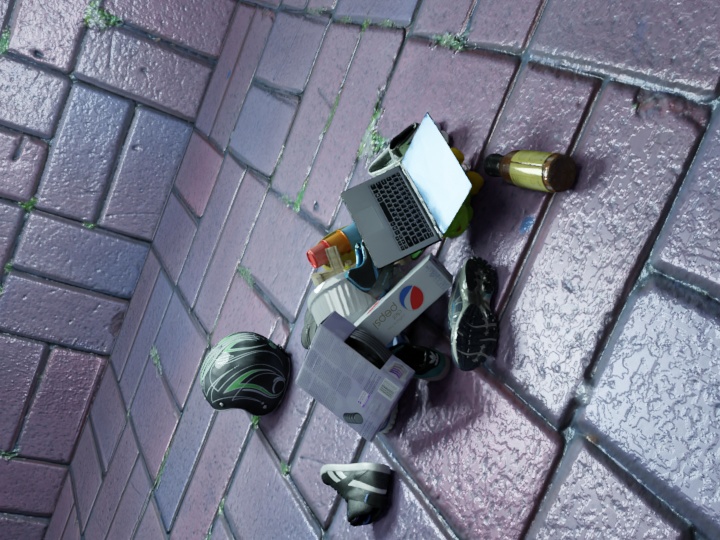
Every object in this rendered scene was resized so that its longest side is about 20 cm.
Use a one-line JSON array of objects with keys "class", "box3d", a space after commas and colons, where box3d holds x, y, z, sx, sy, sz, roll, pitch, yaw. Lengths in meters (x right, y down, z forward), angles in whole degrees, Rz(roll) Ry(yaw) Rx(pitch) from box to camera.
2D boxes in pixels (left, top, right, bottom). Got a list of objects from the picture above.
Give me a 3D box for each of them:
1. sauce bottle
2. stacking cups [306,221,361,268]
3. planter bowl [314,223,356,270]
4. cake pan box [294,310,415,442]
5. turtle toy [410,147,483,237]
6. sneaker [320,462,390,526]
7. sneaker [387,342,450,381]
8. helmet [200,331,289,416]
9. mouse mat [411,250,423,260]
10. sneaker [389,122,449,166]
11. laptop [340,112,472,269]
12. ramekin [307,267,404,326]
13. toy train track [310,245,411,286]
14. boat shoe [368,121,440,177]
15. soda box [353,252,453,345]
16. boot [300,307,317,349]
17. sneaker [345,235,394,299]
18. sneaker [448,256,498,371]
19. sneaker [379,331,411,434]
[{"class": "sauce bottle", "box3d": [0.277, -0.171, 1.483, 0.200, 0.065, 0.067, 27, 98, 62]}, {"class": "stacking cups", "box3d": [-0.019, -0.069, 1.772, 0.061, 0.199, 0.061, 52, 159, 29]}, {"class": "planter bowl", "box3d": [0.007, -0.023, 1.826, 0.200, 0.199, 0.084, 43, 154, 59]}, {"class": "cake pan box", "box3d": [-0.014, 0.189, 1.577, 0.052, 0.183, 0.201, -47, -14, -43]}, {"class": "turtle toy", "box3d": [0.150, -0.136, 1.649, 0.146, 0.100, 0.201, -57, 43, 27]}, {"class": "sneaker", "box3d": [-0.022, 0.426, 1.678, 0.199, 0.072, 0.113, -24, 53, 53]}, {"class": "sneaker", "box3d": [0.058, 0.163, 1.595, 0.198, 0.080, 0.072, -9, 63, 30]}, {"class": "helmet", "box3d": [-0.285, 0.246, 2.130, 0.200, 0.189, 0.202, -38, 42, 46]}, {"class": "mouse mat", "box3d": [0.139, -0.138, 1.776, 0.201, 0.007, 0.162, -55, 33, 31]}, {"class": "sneaker", "box3d": [0.091, -0.199, 1.768, 0.076, 0.114, 0.203, 30, 101, 61]}, {"class": "laptop", "box3d": [0.075, -0.140, 1.568, 0.198, 0.116, 0.188, -25, 57, -2]}, {"class": "ramekin", "box3d": [0.003, 0.078, 1.710, 0.202, 0.201, 0.095, -43, 54, 43]}, {"class": "toy train track", "box3d": [0.000, 0.000, 1.705, 0.198, 0.116, 0.033, -15, 31, 12]}, {"class": "boat shoe", "box3d": [0.088, -0.245, 1.864, 0.200, 0.066, 0.074, -46, 38, 40]}, {"class": "soda box", "box3d": [0.072, 0.062, 1.570, 0.200, 0.064, 0.068, -43, 3, 14]}, {"class": "boot", "box3d": [-0.085, 0.084, 1.998, 0.131, 0.069, 0.202, 8, 77, 67]}, {"class": "sneaker", "box3d": [0.038, -0.051, 1.622, 0.202, 0.081, 0.073, -68, 9, -25]}, {"class": "sneaker", "box3d": [0.186, 0.082, 1.516, 0.086, 0.077, 0.202, 133, 151, -59]}, {"class": "sneaker", "box3d": [0.038, 0.204, 1.678, 0.078, 0.088, 0.202, 8, 82, 60]}]
